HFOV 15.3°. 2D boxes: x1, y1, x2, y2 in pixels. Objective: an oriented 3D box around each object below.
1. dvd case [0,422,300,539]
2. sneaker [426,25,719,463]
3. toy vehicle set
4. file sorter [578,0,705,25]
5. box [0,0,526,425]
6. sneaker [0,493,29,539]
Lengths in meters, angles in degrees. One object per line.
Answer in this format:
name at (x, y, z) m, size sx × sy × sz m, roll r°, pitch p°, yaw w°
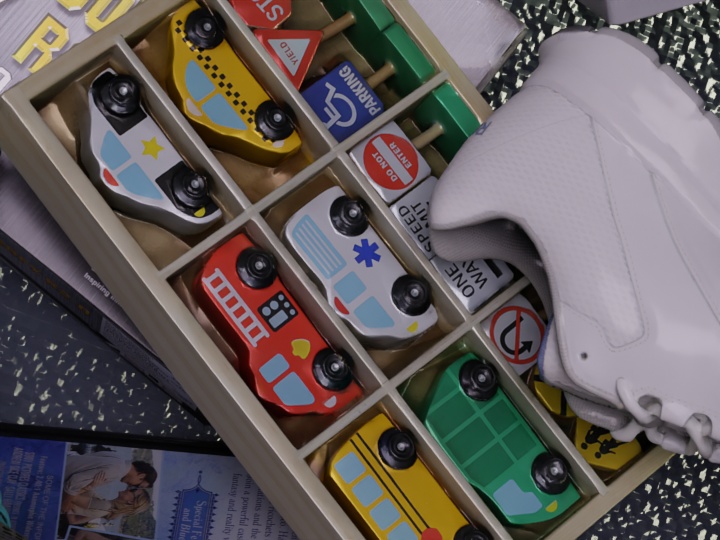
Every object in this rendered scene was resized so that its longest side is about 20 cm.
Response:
dvd case at (-0.045, 0.111, 0.779) m, size 0.199 × 0.018 × 0.143 m, roll 5°, pitch 50°, yaw 3°
sneaker at (0.101, 0.024, 0.760) m, size 0.087 × 0.075 × 0.200 m, roll -41°, pitch 72°, yaw -15°
toy vehicle set at (0.000, 0.000, 0.784) m, size 0.124 × 0.027 × 0.200 m, roll -37°, pitch 88°, yaw -26°
file sorter at (0.136, -0.174, 0.817) m, size 0.199 × 0.139 × 0.125 m, roll -17°, pitch 113°, yaw -10°
box at (-0.073, -0.074, 0.839) m, size 0.200 × 0.048 × 0.159 m, roll 40°, pitch 78°, yaw 1°
sneaker at (-0.134, 0.059, 0.758) m, size 0.199 × 0.078 × 0.091 m, roll 18°, pitch 56°, yaw 36°
